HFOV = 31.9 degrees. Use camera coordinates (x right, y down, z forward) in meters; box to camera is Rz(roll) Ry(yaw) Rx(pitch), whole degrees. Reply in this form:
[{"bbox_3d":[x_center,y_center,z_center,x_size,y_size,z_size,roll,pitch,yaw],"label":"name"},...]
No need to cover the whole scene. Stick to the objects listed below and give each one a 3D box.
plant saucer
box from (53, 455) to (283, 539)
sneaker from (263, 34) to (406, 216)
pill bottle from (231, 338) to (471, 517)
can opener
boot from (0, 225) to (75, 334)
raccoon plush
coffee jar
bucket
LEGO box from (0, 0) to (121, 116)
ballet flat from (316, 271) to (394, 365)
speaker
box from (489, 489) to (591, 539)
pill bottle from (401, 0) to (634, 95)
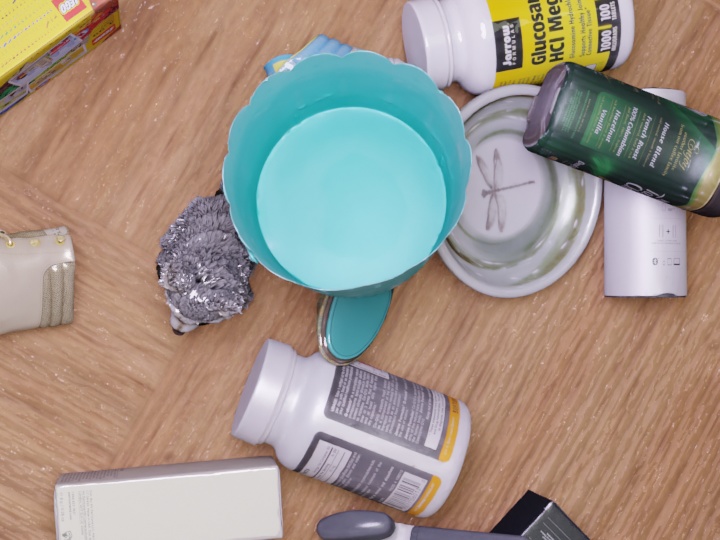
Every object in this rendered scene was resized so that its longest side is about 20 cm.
[{"bbox_3d":[0.137,-0.076,1.195,0.199,0.050,0.201,-6,102,-27],"label":"plant saucer"},{"bbox_3d":[-0.173,0.213,1.143,0.199,0.082,0.069,-3,89,-8],"label":"box"},{"bbox_3d":[-0.046,-0.125,1.169,0.130,0.080,0.201,24,76,-10],"label":"sneaker"},{"bbox_3d":[-0.009,0.141,1.152,0.199,0.116,0.117,22,86,-9],"label":"pill bottle"},{"bbox_3d":[0.056,0.255,1.151,0.199,0.067,0.054,0,62,24],"label":"can opener"},{"bbox_3d":[-0.333,-0.031,1.097,0.155,0.073,0.201,-14,104,-26],"label":"boot"},{"bbox_3d":[-0.131,-0.040,1.123,0.096,0.134,0.201,8,88,-8],"label":"raccoon plush"},{"bbox_3d":[0.252,-0.114,1.125,0.199,0.104,0.086,19,91,-5],"label":"coffee jar"},{"bbox_3d":[-0.011,-0.072,1.056,0.206,0.135,0.208,0,82,0],"label":"bucket"},{"bbox_3d":[-0.310,-0.194,1.088,0.200,0.149,0.077,-38,96,-7],"label":"LEGO box"},{"bbox_3d":[0.000,0.000,1.164,0.070,0.071,0.201,26,68,-8],"label":"ballet flat"},{"bbox_3d":[0.275,-0.074,1.219,0.081,0.081,0.201,-1,90,-9],"label":"speaker"},{"bbox_3d":[0.192,0.332,1.204,0.200,0.079,0.141,46,81,-7],"label":"box"},{"bbox_3d":[0.145,-0.227,1.182,0.199,0.112,0.113,-13,92,-9],"label":"pill bottle"}]
